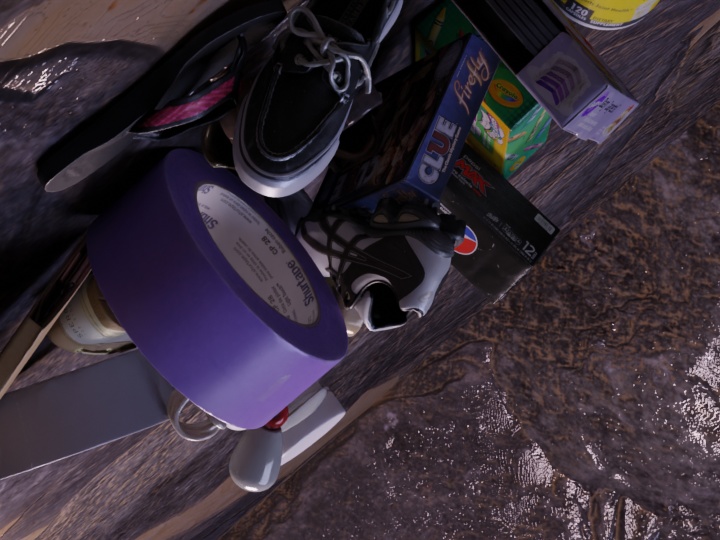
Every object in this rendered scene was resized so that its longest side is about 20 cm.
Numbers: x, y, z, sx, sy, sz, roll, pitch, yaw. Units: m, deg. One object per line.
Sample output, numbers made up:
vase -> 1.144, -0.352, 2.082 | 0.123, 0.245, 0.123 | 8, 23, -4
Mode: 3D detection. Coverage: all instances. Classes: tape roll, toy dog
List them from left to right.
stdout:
tape roll -> -0.253, 0.123, 1.682 | 0.198, 0.067, 0.200 | -19, 179, 0
tape roll -> -0.105, 0.013, 1.483 | 0.085, 0.201, 0.200 | -40, 171, 16
toy dog -> -0.073, 0.075, 1.688 | 0.200, 0.132, 0.096 | -51, -160, 3

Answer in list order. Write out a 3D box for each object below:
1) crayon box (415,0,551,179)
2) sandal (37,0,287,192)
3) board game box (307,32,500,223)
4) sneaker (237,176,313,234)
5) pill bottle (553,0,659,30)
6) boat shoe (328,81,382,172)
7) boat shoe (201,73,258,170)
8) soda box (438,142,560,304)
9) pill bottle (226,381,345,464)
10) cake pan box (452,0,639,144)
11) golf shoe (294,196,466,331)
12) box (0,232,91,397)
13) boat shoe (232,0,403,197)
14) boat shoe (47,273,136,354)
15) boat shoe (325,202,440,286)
crayon box -> 0.106, -0.157, 1.707 | 0.058, 0.119, 0.200 | -42, 172, -5
sandal -> -0.123, -0.106, 1.314 | 0.199, 0.045, 0.075 | -38, 171, 3
board game box -> 0.031, -0.103, 1.604 | 0.200, 0.034, 0.136 | -20, -137, 64
sneaker -> -0.113, -0.026, 1.684 | 0.114, 0.076, 0.200 | -37, 170, 24
pill bottle -> 0.215, -0.279, 1.557 | 0.112, 0.112, 0.200 | -34, 170, -22
boat shoe -> -0.027, -0.111, 1.575 | 0.074, 0.074, 0.200 | -35, 171, -14
boat shoe -> -0.082, -0.104, 1.463 | 0.074, 0.075, 0.202 | -12, 168, -7
soda box -> 0.076, -0.069, 1.763 | 0.063, 0.200, 0.071 | -47, 180, -44
pill bottle -> -0.103, 0.071, 1.782 | 0.111, 0.201, 0.111 | -37, 171, -7
cake pan box -> 0.118, -0.180, 1.449 | 0.052, 0.184, 0.200 | -43, 169, 11
golf shoe -> 0.000, 0.000, 1.558 | 0.199, 0.077, 0.095 | -10, -116, 60
box -> -0.267, 0.078, 1.478 | 0.200, 0.021, 0.164 | -52, -172, 23
boat shoe -> -0.022, -0.141, 1.316 | 0.200, 0.073, 0.068 | -56, 174, -24
boat shoe -> -0.203, 0.031, 1.646 | 0.066, 0.075, 0.200 | -26, 172, 13
boat shoe -> 0.006, -0.026, 1.738 | 0.071, 0.063, 0.199 | 8, 160, -32
